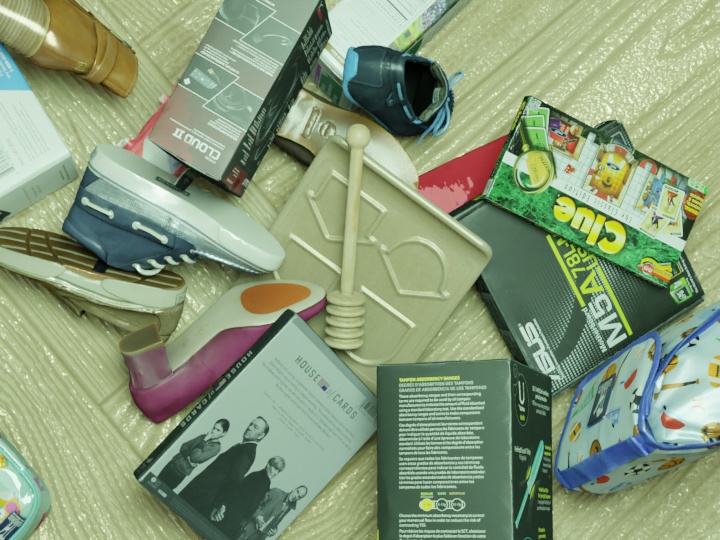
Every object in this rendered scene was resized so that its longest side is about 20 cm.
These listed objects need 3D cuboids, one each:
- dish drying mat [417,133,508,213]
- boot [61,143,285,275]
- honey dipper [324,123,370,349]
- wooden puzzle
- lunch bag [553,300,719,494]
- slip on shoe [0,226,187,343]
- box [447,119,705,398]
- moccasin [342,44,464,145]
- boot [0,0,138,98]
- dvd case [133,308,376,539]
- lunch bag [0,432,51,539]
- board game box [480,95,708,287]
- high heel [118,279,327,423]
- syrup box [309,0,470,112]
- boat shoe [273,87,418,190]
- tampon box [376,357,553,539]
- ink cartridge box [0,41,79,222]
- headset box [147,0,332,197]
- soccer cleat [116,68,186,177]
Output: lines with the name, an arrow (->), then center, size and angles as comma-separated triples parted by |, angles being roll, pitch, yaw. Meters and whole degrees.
dish drying mat -> 0.085, -0.064, 1.264 | 0.198, 0.018, 0.077 | -26, 85, -9
boot -> -0.171, -0.030, 1.173 | 0.199, 0.073, 0.091 | 30, 107, 2
honey dipper -> -0.009, -0.031, 1.151 | 0.037, 0.038, 0.203 | 3, 103, -5
wooden puzzle -> 0.000, 0.000, 1.198 | 0.184, 0.046, 0.201 | 36, 112, 2
lunch bag -> 0.277, 0.117, 1.150 | 0.199, 0.170, 0.124 | -32, 81, -27
slip on shoe -> -0.261, 0.013, 1.195 | 0.198, 0.076, 0.061 | 15, 111, -1
box -> 0.205, -0.011, 1.225 | 0.192, 0.047, 0.202 | -30, 99, -12
moccasin -> 0.051, -0.159, 1.189 | 0.067, 0.199, 0.082 | 5, 93, 26
boot -> -0.288, -0.244, 1.226 | 0.154, 0.201, 0.074 | 26, 121, -30
dvd case -> -0.085, 0.155, 1.157 | 0.200, 0.025, 0.150 | -46, 119, -7
lunch bag -> -0.386, 0.196, 1.139 | 0.160, 0.077, 0.200 | -44, 87, -11
board game box -> 0.219, -0.072, 1.192 | 0.198, 0.023, 0.106 | 24, 90, -12
high heel -> -0.120, 0.074, 1.189 | 0.198, 0.097, 0.068 | -15, 38, -2
syrup box -> 0.035, -0.254, 1.261 | 0.081, 0.079, 0.200 | 44, 79, 3
boat shoe -> -0.029, -0.126, 1.236 | 0.199, 0.070, 0.071 | 35, 88, 4
tampon box -> 0.094, 0.187, 1.134 | 0.125, 0.150, 0.203 | -4, 78, 22
ink cartridge box -> -0.385, -0.106, 1.190 | 0.199, 0.084, 0.145 | -32, 84, -11
headset box -> -0.106, -0.157, 1.131 | 0.077, 0.149, 0.201 | 30, 90, 3
soccer cleat -> -0.168, -0.136, 1.235 | 0.077, 0.067, 0.200 | 46, 76, -19
